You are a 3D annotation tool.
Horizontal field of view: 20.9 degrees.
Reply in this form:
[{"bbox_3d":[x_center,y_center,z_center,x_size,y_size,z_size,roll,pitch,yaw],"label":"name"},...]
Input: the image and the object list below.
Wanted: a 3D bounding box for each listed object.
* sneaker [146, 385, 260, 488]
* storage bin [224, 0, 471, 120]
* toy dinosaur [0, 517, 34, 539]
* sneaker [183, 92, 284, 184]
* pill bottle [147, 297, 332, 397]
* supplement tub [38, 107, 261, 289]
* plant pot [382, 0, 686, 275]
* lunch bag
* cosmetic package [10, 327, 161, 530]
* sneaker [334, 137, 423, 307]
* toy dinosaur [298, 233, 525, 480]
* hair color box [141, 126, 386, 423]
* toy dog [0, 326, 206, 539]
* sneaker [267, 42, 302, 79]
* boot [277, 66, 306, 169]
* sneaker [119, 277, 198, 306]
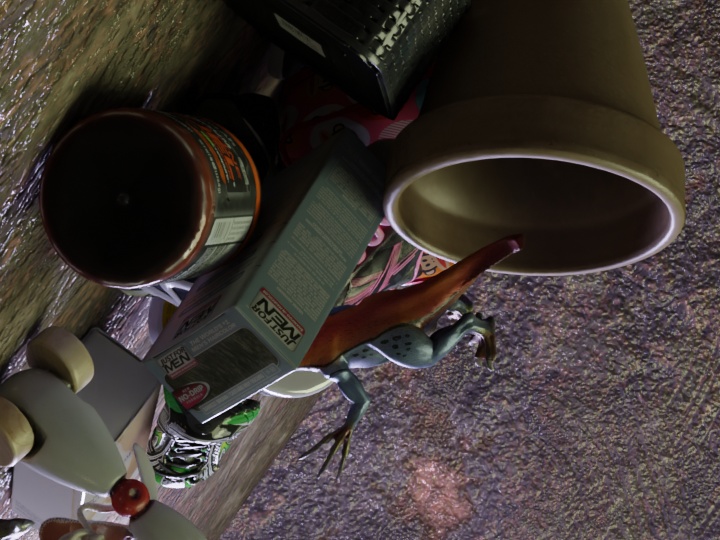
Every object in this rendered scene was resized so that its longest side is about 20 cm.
[{"bbox_3d":[-0.128,0.133,1.544,0.200,0.077,0.086,126,-20,-79],"label":"sneaker"},{"bbox_3d":[-0.013,-0.179,1.198,0.094,0.135,0.200,-55,174,-2],"label":"storage bin"},{"bbox_3d":[-0.317,0.240,1.455,0.200,0.077,0.102,-51,162,8],"label":"toy dinosaur"},{"bbox_3d":[-0.094,-0.098,1.419,0.200,0.075,0.088,82,14,-70],"label":"sneaker"},{"bbox_3d":[-0.092,0.041,1.564,0.115,0.114,0.200,-53,-159,-18],"label":"pill bottle"},{"bbox_3d":[-0.122,-0.046,1.215,0.107,0.107,0.200,-56,175,7],"label":"supplement tub"},{"bbox_3d":[0.117,-0.112,1.311,0.200,0.198,0.176,110,-15,-66],"label":"plant pot"},{"bbox_3d":[0.029,-0.076,1.465,0.175,0.200,0.082,-19,-137,19],"label":"lunch bag"},{"bbox_3d":[-0.221,0.140,1.566,0.105,0.071,0.200,-53,173,-26],"label":"cosmetic package"},{"bbox_3d":[0.000,0.000,1.422,0.200,0.095,0.079,-48,-139,22],"label":"sneaker"},{"bbox_3d":[-0.006,0.034,1.331,0.105,0.180,0.201,-116,-146,-50],"label":"toy dinosaur"},{"bbox_3d":[-0.055,0.001,1.288,0.099,0.061,0.200,-31,-161,40],"label":"hair color box"},{"bbox_3d":[-0.199,0.143,1.367,0.131,0.201,0.096,-20,172,-33],"label":"toy dog"},{"bbox_3d":[0.014,-0.207,1.436,0.201,0.099,0.071,-55,175,12],"label":"sneaker"},{"bbox_3d":[-0.050,-0.106,1.582,0.156,0.073,0.200,-57,175,20],"label":"boot"},{"bbox_3d":[-0.113,0.005,1.426,0.080,0.129,0.199,-51,172,-18],"label":"sneaker"}]
